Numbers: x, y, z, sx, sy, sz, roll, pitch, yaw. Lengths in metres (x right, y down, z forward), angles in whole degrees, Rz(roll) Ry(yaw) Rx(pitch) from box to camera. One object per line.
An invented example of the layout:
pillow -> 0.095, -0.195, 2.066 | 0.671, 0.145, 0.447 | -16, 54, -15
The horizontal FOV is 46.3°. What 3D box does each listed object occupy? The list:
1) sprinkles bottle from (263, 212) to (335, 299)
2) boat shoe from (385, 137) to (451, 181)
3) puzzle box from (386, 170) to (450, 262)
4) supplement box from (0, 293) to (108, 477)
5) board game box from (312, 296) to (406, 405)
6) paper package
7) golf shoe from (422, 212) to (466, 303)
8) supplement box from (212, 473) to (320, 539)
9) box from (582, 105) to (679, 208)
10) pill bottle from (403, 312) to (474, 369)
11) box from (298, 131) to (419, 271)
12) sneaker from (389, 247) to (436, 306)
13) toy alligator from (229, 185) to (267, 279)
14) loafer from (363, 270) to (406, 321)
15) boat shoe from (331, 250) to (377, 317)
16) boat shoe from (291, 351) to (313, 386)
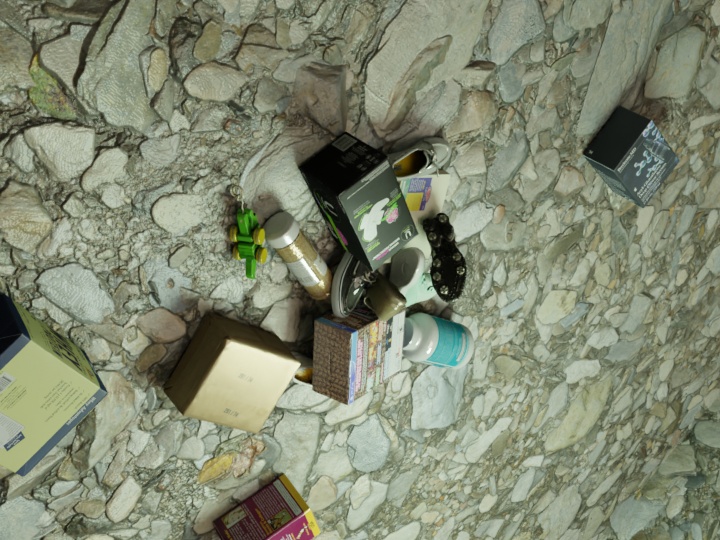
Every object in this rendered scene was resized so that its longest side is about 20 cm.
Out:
sprinkles bottle -> -0.115, -0.025, 1.630 | 0.068, 0.068, 0.200 | -42, 135, -8
boat shoe -> 0.122, -0.218, 1.659 | 0.201, 0.086, 0.075 | -19, 109, -36
puzzle box -> 0.112, -0.114, 1.777 | 0.132, 0.025, 0.202 | -5, 120, -35
supplement box -> -0.567, 0.189, 1.374 | 0.200, 0.134, 0.200 | -45, 134, -5
board game box -> -0.001, 0.160, 1.755 | 0.199, 0.096, 0.161 | -22, 121, -51
paper package -> -0.251, 0.204, 1.648 | 0.199, 0.103, 0.192 | 23, 103, -44
golf shoe -> 0.183, -0.020, 1.749 | 0.076, 0.202, 0.088 | -13, 153, 11
supplement box -> -0.211, 0.581, 1.898 | 0.199, 0.131, 0.104 | -31, 132, -17
box -> 0.657, -0.272, 2.035 | 0.199, 0.107, 0.149 | 33, 96, -44
pill bottle -> 0.162, 0.160, 1.929 | 0.199, 0.111, 0.112 | 18, 106, -43
box -> -0.001, -0.130, 1.593 | 0.124, 0.148, 0.201 | -38, 133, -14
sneaker -> 0.128, 0.005, 1.801 | 0.117, 0.074, 0.201 | -16, 152, -24
toy alligator -> -0.204, -0.078, 1.543 | 0.054, 0.059, 0.202 | -63, 155, -52
loafer -> 0.038, 0.048, 1.717 | 0.076, 0.200, 0.068 | 40, 94, -12
boat shoe -> 0.000, 0.000, 1.680 | 0.072, 0.070, 0.202 | 35, 69, -55
boat shoe -> -0.085, 0.229, 1.812 | 0.199, 0.070, 0.071 | 26, 100, -44
